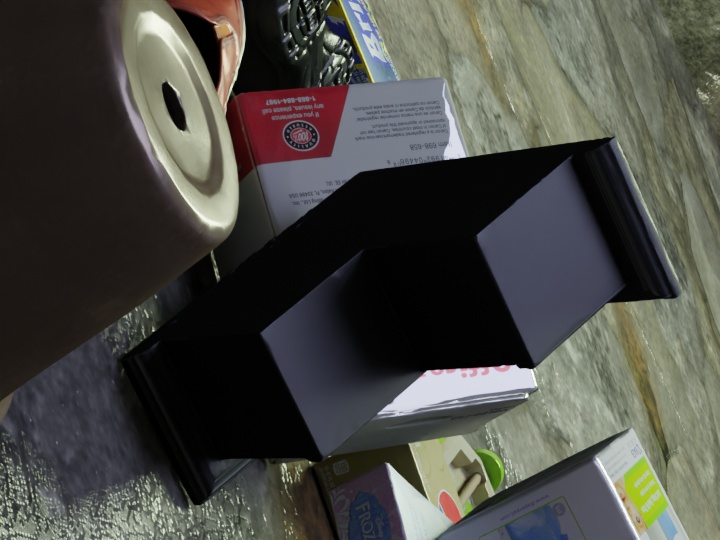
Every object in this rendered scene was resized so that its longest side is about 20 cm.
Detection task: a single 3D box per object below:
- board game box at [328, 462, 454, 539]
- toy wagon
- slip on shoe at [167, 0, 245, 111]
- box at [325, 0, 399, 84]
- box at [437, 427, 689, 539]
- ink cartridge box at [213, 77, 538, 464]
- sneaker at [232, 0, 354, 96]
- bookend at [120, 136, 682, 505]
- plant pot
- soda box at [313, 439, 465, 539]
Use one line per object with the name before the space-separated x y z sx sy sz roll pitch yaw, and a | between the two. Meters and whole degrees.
board game box | 0.065 0.233 1.472 0.199 0.043 0.201 46 23 -46
toy wagon | 0.068 0.163 1.805 0.155 0.039 0.201 -41 109 -74
slip on shoe | -0.100 -0.131 1.529 0.201 0.074 0.061 -88 -173 -45
box | -0.042 -0.188 1.810 0.201 0.070 0.064 67 18 -8
box | 0.141 0.203 1.492 0.201 0.101 0.112 63 17 3
ink cartridge box | 0.000 0.000 1.573 0.144 0.084 0.201 -6 71 -30
sneaker | -0.059 -0.140 1.684 0.076 0.090 0.200 -57 158 -28
bookend | 0.021 0.027 1.387 0.199 0.199 0.092 -39 111 -37
plant pot | -0.147 -0.034 1.094 0.200 0.174 0.201 -19 90 -75
soda box | 0.040 0.197 1.628 0.201 0.064 0.068 70 16 4
